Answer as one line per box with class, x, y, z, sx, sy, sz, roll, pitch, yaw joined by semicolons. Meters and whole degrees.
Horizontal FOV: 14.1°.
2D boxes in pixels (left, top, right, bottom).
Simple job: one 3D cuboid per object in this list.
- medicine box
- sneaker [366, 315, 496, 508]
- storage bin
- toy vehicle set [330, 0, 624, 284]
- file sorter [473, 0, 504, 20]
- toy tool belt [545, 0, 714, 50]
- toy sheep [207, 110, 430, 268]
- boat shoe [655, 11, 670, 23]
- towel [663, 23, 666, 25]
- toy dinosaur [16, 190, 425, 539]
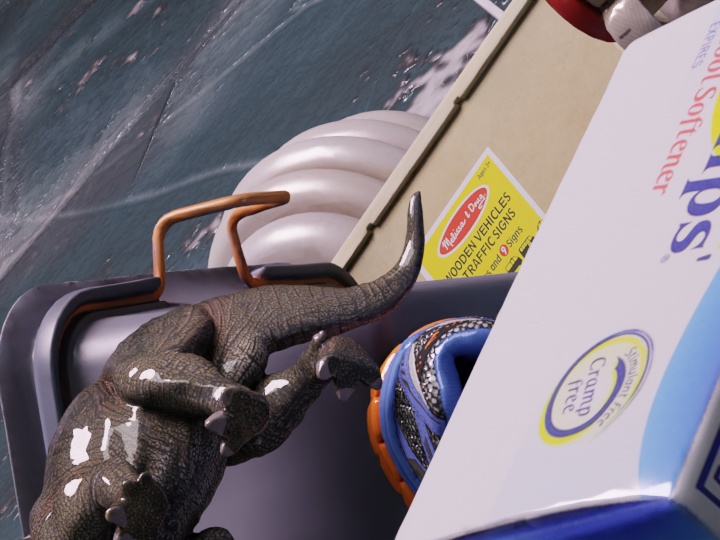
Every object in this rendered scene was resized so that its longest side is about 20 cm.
medicine box;0.133;0.054;0.720;0.103;0.200;0.183;-22;32;48
sneaker;0.079;0.086;0.802;0.075;0.200;0.078;-49;-10;-10
storage bin;-0.002;0.042;0.956;0.134;0.147;0.200;-12;-3;31
toy vehicle set;0.059;0.002;1.032;0.026;0.124;0.200;-7;-38;-48
file sorter;0.111;-0.197;1.255;0.200;0.124;0.139;-50;-21;-4
toy tool belt;0.140;-0.142;0.966;0.123;0.125;0.200;-48;-14;29
toy sheep;0.000;0.000;1.204;0.138;0.138;0.200;-34;18;34
boat shoe;0.169;-0.160;1.118;0.200;0.072;0.076;-28;17;43
towel;0.149;-0.066;1.148;0.200;0.036;0.149;-20;35;52
toy dinosaur;-0.056;0.049;0.831;0.102;0.077;0.201;11;71;53
